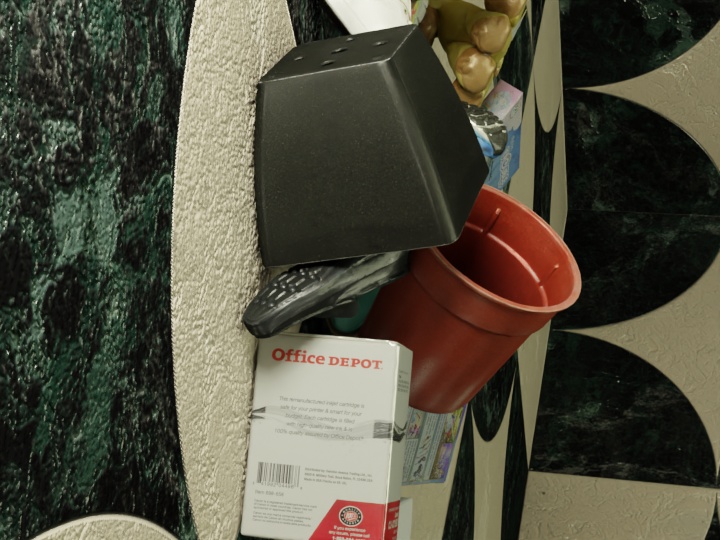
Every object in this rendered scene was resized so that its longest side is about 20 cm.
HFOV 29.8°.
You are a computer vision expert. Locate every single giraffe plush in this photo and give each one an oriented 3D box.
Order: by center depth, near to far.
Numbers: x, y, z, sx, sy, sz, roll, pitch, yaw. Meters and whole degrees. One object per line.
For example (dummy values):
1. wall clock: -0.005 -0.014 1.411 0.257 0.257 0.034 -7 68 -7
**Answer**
1. giraffe plush: 0.118 -0.324 1.769 0.200 0.162 0.173 -58 172 -56

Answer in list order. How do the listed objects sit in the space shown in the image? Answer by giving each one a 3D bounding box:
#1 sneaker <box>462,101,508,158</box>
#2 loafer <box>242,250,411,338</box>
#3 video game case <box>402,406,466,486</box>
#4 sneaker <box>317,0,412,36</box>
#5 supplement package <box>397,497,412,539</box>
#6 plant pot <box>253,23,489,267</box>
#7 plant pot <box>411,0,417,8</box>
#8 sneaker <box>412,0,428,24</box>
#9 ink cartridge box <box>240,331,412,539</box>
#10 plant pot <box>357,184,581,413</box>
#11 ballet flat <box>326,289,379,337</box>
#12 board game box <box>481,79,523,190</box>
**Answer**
1. sneaker: 0.101 -0.173 1.717 0.078 0.200 0.090 -4 112 -49
2. loafer: -0.026 0.019 1.324 0.200 0.068 0.071 -32 116 -30
3. video game case: 0.054 0.163 1.638 0.181 0.045 0.201 4 105 -44
4. sneaker: 0.040 -0.249 1.452 0.200 0.085 0.073 52 -6 -15
5. supplement package: -0.018 0.336 1.504 0.200 0.110 0.157 8 85 -76
6. plant pot: 0.001 -0.132 1.332 0.200 0.199 0.178 -59 140 -61
7. plant pot: 0.076 -0.391 1.509 0.200 0.174 0.201 -4 90 -65
8. sneaker: 0.030 -0.303 1.647 0.090 0.078 0.201 62 28 -49
9. ink cartridge box: -0.031 0.167 1.342 0.084 0.144 0.201 27 68 -76
10. plant pot: 0.103 0.038 1.469 0.196 0.200 0.201 -58 -176 35
11. ballet flat: 0.000 0.000 1.598 0.063 0.068 0.201 101 1 -62
12. board game box: 0.151 -0.132 1.873 0.199 0.043 0.200 -51 160 -17
